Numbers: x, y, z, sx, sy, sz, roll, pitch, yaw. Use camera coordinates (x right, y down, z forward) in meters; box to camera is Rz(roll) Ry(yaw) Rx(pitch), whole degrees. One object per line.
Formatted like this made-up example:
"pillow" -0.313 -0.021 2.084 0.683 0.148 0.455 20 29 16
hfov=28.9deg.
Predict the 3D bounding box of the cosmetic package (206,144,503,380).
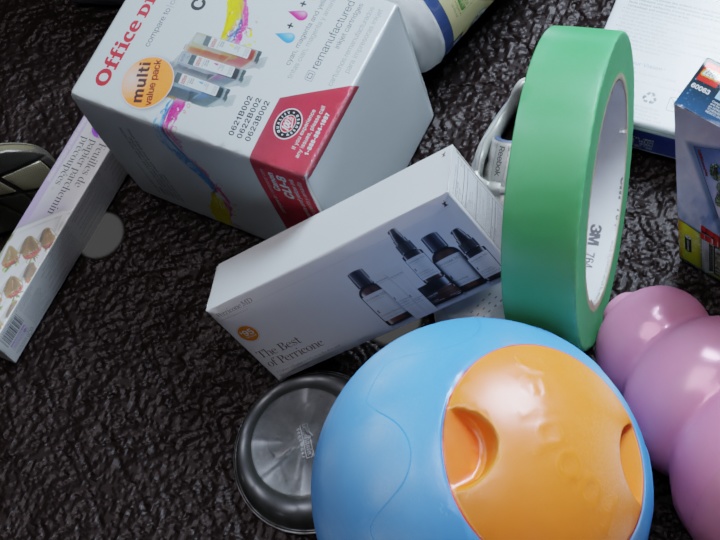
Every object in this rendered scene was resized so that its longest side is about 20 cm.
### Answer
"cosmetic package" 0.000 0.000 0.915 0.199 0.083 0.051 -26 33 29

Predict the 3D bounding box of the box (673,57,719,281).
"box" 0.258 -0.032 0.845 0.136 0.200 0.038 32 75 25

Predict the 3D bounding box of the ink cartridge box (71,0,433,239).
"ink cartridge box" -0.074 -0.120 1.003 0.198 0.145 0.146 20 71 23

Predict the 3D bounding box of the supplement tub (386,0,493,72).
"supplement tub" 0.059 -0.262 1.037 0.144 0.145 0.200 36 78 26

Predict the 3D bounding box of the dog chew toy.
"dog chew toy" 0.217 0.087 0.850 0.124 0.125 0.200 -36 54 -5

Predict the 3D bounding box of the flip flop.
"flip flop" -0.329 -0.058 1.085 0.198 0.081 0.058 -20 47 10

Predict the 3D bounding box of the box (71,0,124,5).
"box" -0.186 -0.333 1.144 0.105 0.122 0.202 6 67 16

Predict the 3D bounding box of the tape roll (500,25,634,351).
"tape roll" 0.135 -0.051 0.886 0.048 0.201 0.203 7 67 17

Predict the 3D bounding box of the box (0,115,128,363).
"box" -0.233 -0.028 1.059 0.038 0.042 0.201 20 72 22

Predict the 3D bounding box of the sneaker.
"sneaker" 0.091 -0.043 0.958 0.074 0.087 0.202 12 70 17

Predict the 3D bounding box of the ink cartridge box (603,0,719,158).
"ink cartridge box" 0.275 -0.164 0.994 0.198 0.041 0.202 18 70 21

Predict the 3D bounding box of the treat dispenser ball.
"treat dispenser ball" 0.070 0.129 0.816 0.198 0.201 0.203 -6 64 11

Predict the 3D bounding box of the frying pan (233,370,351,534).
"frying pan" 0.000 0.122 0.937 0.188 0.031 0.116 2 66 19
